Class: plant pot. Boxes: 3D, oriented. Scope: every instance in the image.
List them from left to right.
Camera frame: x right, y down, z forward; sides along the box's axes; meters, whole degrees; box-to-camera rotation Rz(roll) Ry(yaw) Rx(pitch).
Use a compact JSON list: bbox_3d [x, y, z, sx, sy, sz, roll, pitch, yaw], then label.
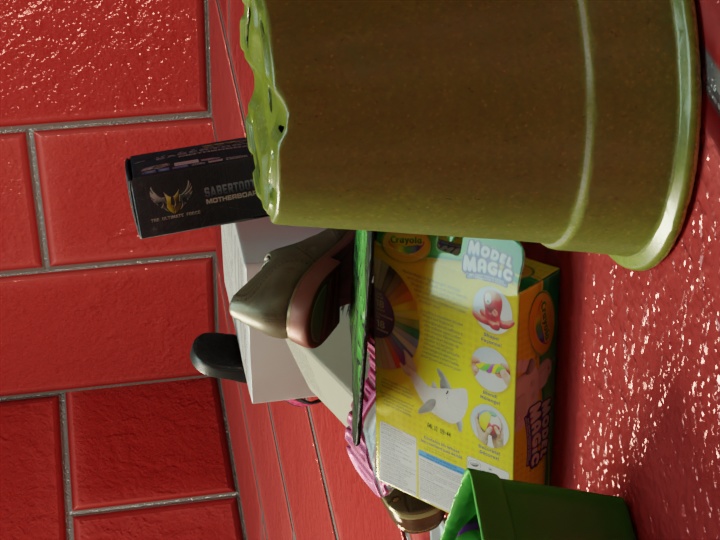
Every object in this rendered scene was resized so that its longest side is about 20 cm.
[{"bbox_3d":[0.041,-0.090,0.758,0.200,0.189,0.202,174,90,-80],"label":"plant pot"}]

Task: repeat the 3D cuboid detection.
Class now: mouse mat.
[{"bbox_3d":[0.000,0.000,1.029,0.200,0.007,0.162,-95,8,-64],"label":"mouse mat"}]

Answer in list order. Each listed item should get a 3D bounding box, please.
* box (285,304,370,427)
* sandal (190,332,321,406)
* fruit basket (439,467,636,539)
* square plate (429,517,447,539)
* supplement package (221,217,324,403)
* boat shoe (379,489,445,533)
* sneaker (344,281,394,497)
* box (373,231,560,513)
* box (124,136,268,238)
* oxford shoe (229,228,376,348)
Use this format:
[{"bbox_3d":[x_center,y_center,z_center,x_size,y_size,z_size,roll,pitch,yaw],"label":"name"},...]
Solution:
[{"bbox_3d":[0.009,0.087,1.241,0.200,0.068,0.082,39,157,58],"label":"box"},{"bbox_3d":[-0.065,0.098,1.475,0.075,0.199,0.045,-96,17,-58],"label":"sandal"},{"bbox_3d":[0.057,0.214,0.806,0.156,0.214,0.217,99,163,-56],"label":"fruit basket"},{"bbox_3d":[0.090,0.292,1.170,0.198,0.028,0.201,-171,76,-81],"label":"square plate"},{"bbox_3d":[-0.045,-0.003,1.435,0.200,0.151,0.151,-110,17,-56],"label":"supplement package"},{"bbox_3d":[0.042,0.154,1.271,0.200,0.071,0.068,-102,4,-62],"label":"boat shoe"},{"bbox_3d":[0.052,0.063,1.089,0.081,0.088,0.201,48,135,43],"label":"sneaker"},{"bbox_3d":[0.063,0.056,0.967,0.117,0.048,0.201,20,124,37],"label":"box"},{"bbox_3d":[-0.084,-0.076,1.222,0.158,0.199,0.051,-133,33,-77],"label":"box"},{"bbox_3d":[-0.036,-0.006,1.171,0.200,0.074,0.071,-44,-39,-64],"label":"oxford shoe"}]
